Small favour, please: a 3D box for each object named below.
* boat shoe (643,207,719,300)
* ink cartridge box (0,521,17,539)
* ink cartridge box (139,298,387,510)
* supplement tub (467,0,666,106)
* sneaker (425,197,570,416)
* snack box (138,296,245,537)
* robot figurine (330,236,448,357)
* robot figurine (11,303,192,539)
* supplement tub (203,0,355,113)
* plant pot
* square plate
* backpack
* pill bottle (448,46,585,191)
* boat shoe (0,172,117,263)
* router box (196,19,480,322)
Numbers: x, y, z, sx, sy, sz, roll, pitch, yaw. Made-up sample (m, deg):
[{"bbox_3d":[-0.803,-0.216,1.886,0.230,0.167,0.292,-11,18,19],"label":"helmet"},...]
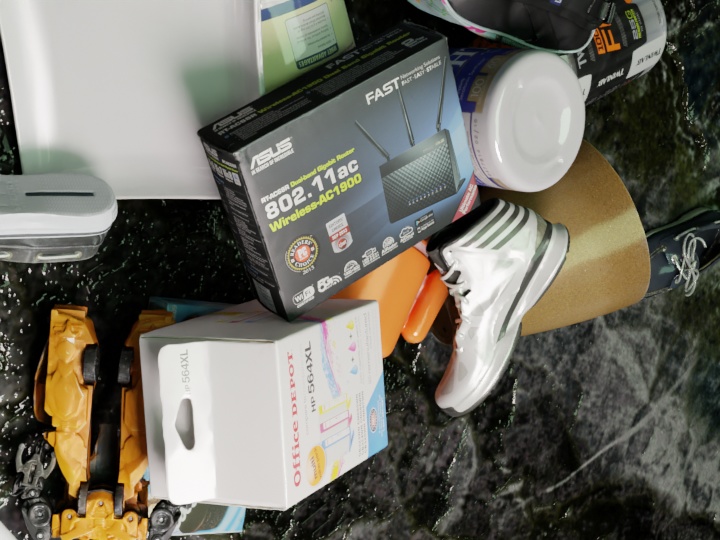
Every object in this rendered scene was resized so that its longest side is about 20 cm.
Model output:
[{"bbox_3d":[0.385,-0.015,1.442,0.199,0.061,0.076,-25,115,-33],"label":"boat shoe"},{"bbox_3d":[-0.355,0.188,0.861,0.146,0.082,0.201,-45,124,-23],"label":"ink cartridge box"},{"bbox_3d":[-0.077,0.101,0.945,0.199,0.124,0.131,-19,107,-63],"label":"ink cartridge box"},{"bbox_3d":[0.205,-0.223,1.214,0.199,0.122,0.124,-30,116,-32],"label":"supplement tub"},{"bbox_3d":[0.092,0.025,1.081,0.114,0.076,0.202,25,100,-16],"label":"sneaker"},{"bbox_3d":[-0.143,0.129,1.053,0.115,0.037,0.203,6,95,-39],"label":"snack box"},{"bbox_3d":[-0.001,-0.001,1.094,0.202,0.142,0.117,-65,153,-9],"label":"robot figurine"},{"bbox_3d":[-0.203,0.131,0.969,0.143,0.058,0.203,4,97,-6],"label":"robot figurine"},{"bbox_3d":[-0.067,-0.149,0.990,0.144,0.144,0.202,-30,116,-31],"label":"supplement tub"},{"bbox_3d":[0.151,-0.012,1.195,0.198,0.186,0.188,-24,114,-15],"label":"plant pot"},{"bbox_3d":[-0.167,-0.150,0.903,0.197,0.029,0.201,0,116,5],"label":"square plate"},{"bbox_3d":[0.119,-0.290,1.039,0.198,0.150,0.180,2,110,-41],"label":"backpack"},{"bbox_3d":[0.092,-0.141,1.087,0.119,0.199,0.122,-9,104,-38],"label":"pill bottle"},{"bbox_3d":[-0.279,-0.031,0.886,0.197,0.073,0.071,3,130,-25],"label":"boat shoe"},{"bbox_3d":[-0.010,-0.077,0.919,0.199,0.062,0.151,-32,125,-21],"label":"router box"}]
